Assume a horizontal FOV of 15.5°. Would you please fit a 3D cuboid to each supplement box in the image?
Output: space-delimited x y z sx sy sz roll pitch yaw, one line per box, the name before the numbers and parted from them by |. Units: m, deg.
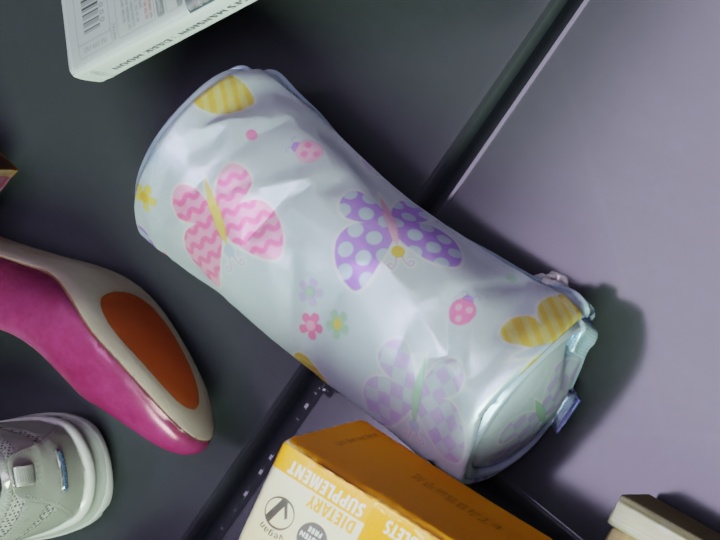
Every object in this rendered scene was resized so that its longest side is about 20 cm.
supplement box | -0.006 0.177 1.028 0.126 0.073 0.201 30 105 20

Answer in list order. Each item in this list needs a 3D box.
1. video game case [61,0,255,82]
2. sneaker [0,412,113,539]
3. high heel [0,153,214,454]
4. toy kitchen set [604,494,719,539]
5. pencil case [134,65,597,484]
video game case | -0.069 -0.201 1.101 0.181 0.023 0.201 -22 69 43
sneaker | -0.211 0.101 1.158 0.199 0.082 0.075 -20 80 19
high heel | -0.148 0.030 1.155 0.200 0.067 0.096 47 110 24
toy kitchen set | 0.170 0.126 0.959 0.199 0.180 0.164 28 95 21
pencil case | 0.000 0.000 1.083 0.200 0.083 0.091 36 106 20
